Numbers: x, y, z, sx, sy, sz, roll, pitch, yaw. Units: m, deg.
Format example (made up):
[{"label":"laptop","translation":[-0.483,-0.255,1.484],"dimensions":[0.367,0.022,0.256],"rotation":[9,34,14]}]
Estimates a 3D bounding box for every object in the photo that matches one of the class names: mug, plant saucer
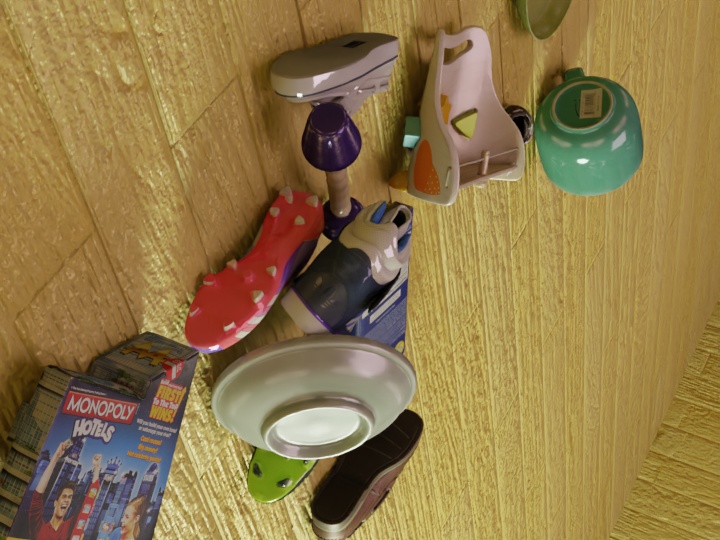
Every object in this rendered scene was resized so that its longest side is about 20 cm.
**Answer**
[{"label":"mug","translation":[0.315,-0.210,1.720],"dimensions":[0.152,0.185,0.115],"rotation":[-40,145,-8]},{"label":"plant saucer","translation":[0.244,-0.402,1.556],"dimensions":[0.200,0.031,0.202],"rotation":[-45,144,-46]},{"label":"plant saucer","translation":[-0.042,0.133,1.131],"dimensions":[0.201,0.198,0.051],"rotation":[66,12,-55]}]

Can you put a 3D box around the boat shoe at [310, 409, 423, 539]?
[{"label":"boat shoe","translation":[0.006,0.252,1.462],"dimensions":[0.200,0.072,0.068],"rotation":[-42,147,-32]}]

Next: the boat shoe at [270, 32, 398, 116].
[{"label":"boat shoe","translation":[-0.018,-0.174,1.114],"dimensions":[0.199,0.073,0.066],"rotation":[-31,129,-54]}]

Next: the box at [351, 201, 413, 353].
[{"label":"box","translation":[0.016,0.036,1.371],"dimensions":[0.121,0.032,0.202],"rotation":[-39,138,-49]}]

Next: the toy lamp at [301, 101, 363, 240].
[{"label":"toy lamp","translation":[-0.024,-0.092,1.131],"dimensions":[0.059,0.058,0.201],"rotation":[-61,166,-22]}]

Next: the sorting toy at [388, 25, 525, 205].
[{"label":"sorting toy","translation":[0.107,-0.183,1.351],"dimensions":[0.199,0.106,0.183],"rotation":[-22,118,-58]}]

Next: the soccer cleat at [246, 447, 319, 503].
[{"label":"soccer cleat","translation":[-0.056,0.165,1.276],"dimensions":[0.201,0.067,0.081],"rotation":[-60,165,-25]}]

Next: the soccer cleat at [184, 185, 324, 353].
[{"label":"soccer cleat","translation":[-0.091,0.009,1.099],"dimensions":[0.201,0.066,0.077],"rotation":[-58,156,-34]}]

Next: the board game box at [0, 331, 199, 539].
[{"label":"board game box","translation":[-0.209,0.138,0.939],"dimensions":[0.200,0.061,0.202],"rotation":[36,72,-64]}]

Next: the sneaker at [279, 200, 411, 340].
[{"label":"sneaker","translation":[0.000,0.000,1.150],"dimensions":[0.146,0.081,0.200],"rotation":[-43,177,2]}]

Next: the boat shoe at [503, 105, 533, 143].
[{"label":"boat shoe","translation":[0.195,-0.178,1.570],"dimensions":[0.199,0.056,0.068],"rotation":[-18,122,-60]}]
